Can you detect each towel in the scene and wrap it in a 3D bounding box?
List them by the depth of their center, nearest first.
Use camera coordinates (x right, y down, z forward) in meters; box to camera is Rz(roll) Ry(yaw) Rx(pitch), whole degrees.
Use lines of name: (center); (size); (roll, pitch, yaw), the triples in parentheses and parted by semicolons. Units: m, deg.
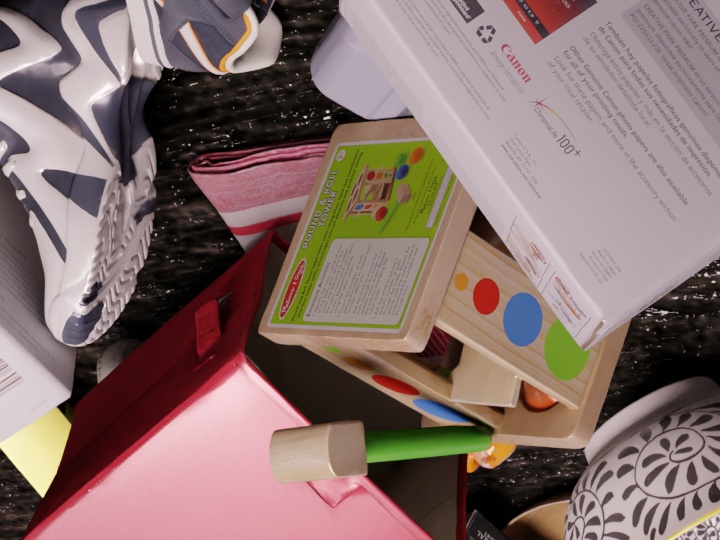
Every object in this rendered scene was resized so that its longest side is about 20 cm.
towel: (0.000, 0.000, 1.231); (0.143, 0.023, 0.200); (-6, 133, 32)

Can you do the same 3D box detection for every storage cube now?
storage cube: (-0.060, 0.122, 1.188); (0.180, 0.171, 0.200); (-39, 106, 19)

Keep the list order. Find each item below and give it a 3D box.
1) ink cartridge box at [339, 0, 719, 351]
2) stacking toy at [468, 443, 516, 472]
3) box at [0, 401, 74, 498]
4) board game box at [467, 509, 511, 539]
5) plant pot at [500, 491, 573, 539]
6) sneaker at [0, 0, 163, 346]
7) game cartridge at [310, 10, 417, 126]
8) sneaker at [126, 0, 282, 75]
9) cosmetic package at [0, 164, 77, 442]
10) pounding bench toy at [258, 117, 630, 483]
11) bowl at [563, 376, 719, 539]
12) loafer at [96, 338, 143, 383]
ink cartridge box: (0.117, -0.098, 0.928); (0.200, 0.175, 0.084); (55, 174, 8)
stacking toy: (0.019, 0.136, 1.330); (0.199, 0.116, 0.110); (-24, 118, 25)
box: (-0.190, 0.141, 1.397); (0.200, 0.050, 0.075); (53, 176, -11)
board game box: (0.067, 0.231, 1.420); (0.135, 0.028, 0.200); (40, 148, -14)
plant pot: (0.186, 0.206, 1.370); (0.199, 0.028, 0.201); (13, 139, 11)
sneaker: (-0.184, -0.065, 1.134); (0.129, 0.079, 0.200); (8, 99, 17)
game cartridge: (0.076, -0.084, 1.052); (0.199, 0.041, 0.133); (23, 168, -8)
sneaker: (-0.083, -0.165, 1.030); (0.079, 0.079, 0.200); (10, 160, 11)
cosmetic package: (-0.214, -0.004, 1.179); (0.074, 0.200, 0.102); (-31, 120, 17)
pounding bench toy: (0.046, 0.044, 1.081); (0.156, 0.201, 0.124); (32, 160, -34)
bowl: (0.190, 0.124, 1.198); (0.200, 0.094, 0.201); (-23, 156, -11)
loafer: (-0.133, 0.123, 1.394); (0.069, 0.070, 0.200); (-9, 132, 22)
